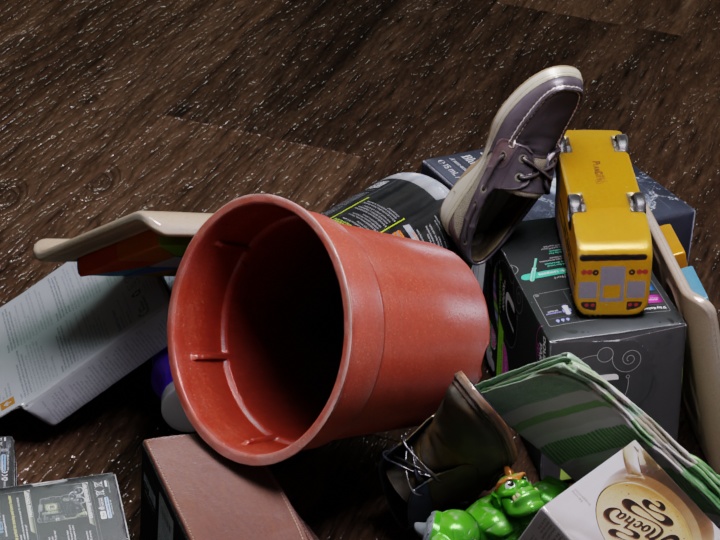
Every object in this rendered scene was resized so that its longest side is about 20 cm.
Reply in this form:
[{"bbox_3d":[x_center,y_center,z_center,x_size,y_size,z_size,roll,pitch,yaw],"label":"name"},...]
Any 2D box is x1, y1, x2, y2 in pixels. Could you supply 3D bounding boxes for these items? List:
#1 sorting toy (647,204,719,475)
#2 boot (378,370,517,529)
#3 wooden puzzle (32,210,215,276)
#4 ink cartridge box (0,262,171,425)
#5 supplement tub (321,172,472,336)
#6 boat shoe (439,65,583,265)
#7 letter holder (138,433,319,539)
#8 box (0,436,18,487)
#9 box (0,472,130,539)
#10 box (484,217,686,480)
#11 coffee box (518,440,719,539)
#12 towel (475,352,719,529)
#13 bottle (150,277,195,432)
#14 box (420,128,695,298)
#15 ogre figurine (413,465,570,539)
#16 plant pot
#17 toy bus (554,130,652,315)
[{"bbox_3d":[0.280,0.051,1.693,0.036,0.186,0.200,-17,31,-3],"label":"sorting toy"},{"bbox_3d":[0.064,0.147,1.511,0.097,0.200,0.075,-34,67,-9],"label":"boot"},{"bbox_3d":[-0.147,-0.019,1.621,0.184,0.038,0.199,0,-6,-38],"label":"wooden puzzle"},{"bbox_3d":[-0.257,0.057,1.720,0.199,0.041,0.200,-33,28,0],"label":"ink cartridge box"},{"bbox_3d":[0.000,0.000,1.730,0.122,0.124,0.199,24,36,32],"label":"supplement tub"},{"bbox_3d":[0.135,-0.085,1.658,0.071,0.200,0.065,6,44,-35],"label":"boat shoe"},{"bbox_3d":[-0.073,0.213,1.466,0.141,0.101,0.200,-6,31,-20],"label":"letter holder"},{"bbox_3d":[-0.361,0.205,1.507,0.191,0.048,0.201,-4,31,-8],"label":"box"},{"bbox_3d":[-0.236,0.245,1.393,0.159,0.044,0.201,-7,49,-16],"label":"box"},{"bbox_3d":[0.190,0.063,1.696,0.123,0.150,0.200,-7,32,-10],"label":"box"},{"bbox_3d":[0.215,0.236,1.390,0.113,0.080,0.200,-27,67,-37],"label":"coffee box"},{"bbox_3d":[0.191,0.142,1.494,0.200,0.152,0.023,40,63,-12],"label":"towel"},{"bbox_3d":[-0.152,0.067,1.726,0.065,0.084,0.201,-8,31,0],"label":"bottle"},{"bbox_3d":[0.185,-0.034,1.902,0.198,0.118,0.197,-12,33,-26],"label":"box"},{"bbox_3d":[0.123,0.220,1.485,0.199,0.099,0.120,-25,56,-16],"label":"ogre figurine"},{"bbox_3d":[-0.013,0.048,1.528,0.194,0.202,0.200,3,21,-46],"label":"plant pot"},{"bbox_3d":[0.202,-0.047,1.656,0.064,0.079,0.201,-2,30,-1],"label":"toy bus"}]
